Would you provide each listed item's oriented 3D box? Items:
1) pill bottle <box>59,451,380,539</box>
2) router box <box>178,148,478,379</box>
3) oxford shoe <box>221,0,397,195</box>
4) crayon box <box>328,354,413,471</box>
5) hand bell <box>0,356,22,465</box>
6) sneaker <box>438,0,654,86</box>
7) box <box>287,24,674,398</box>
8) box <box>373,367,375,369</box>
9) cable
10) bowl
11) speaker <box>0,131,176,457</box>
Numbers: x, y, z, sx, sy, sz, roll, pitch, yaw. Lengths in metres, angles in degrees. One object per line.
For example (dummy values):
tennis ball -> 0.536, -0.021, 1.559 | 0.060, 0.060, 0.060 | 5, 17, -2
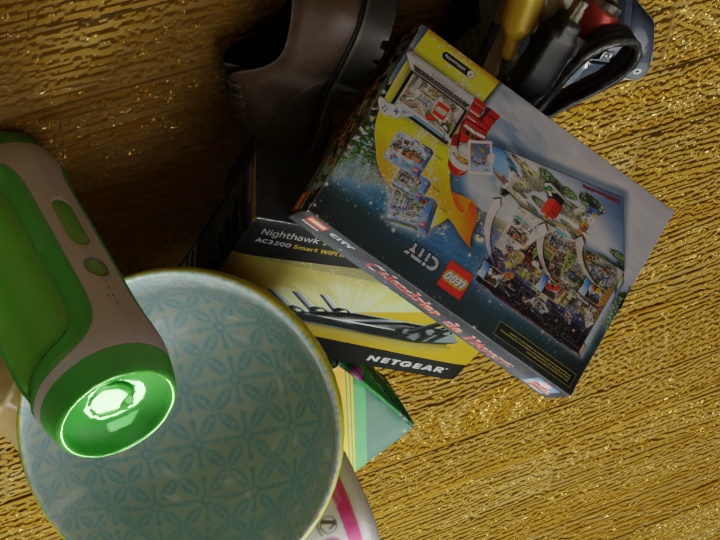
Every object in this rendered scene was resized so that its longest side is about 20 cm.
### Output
pill bottle -> -0.096, 0.187, 1.457 | 0.200, 0.113, 0.113 | -21, 144, -13
router box -> 0.000, 0.000, 1.413 | 0.200, 0.052, 0.157 | 10, 148, -19
oxford shoe -> -0.052, -0.112, 1.371 | 0.084, 0.073, 0.200 | 15, 132, -16
crayon box -> -0.077, 0.125, 1.543 | 0.200, 0.058, 0.119 | -37, 143, 8
hand bell -> -0.260, 0.057, 1.400 | 0.200, 0.104, 0.104 | 26, 115, -37
sneaker -> 0.109, -0.120, 1.465 | 0.146, 0.077, 0.202 | 1, 132, -36
box -> 0.075, -0.034, 1.337 | 0.200, 0.038, 0.137 | 35, 75, -14
box -> -0.084, 0.073, 1.568 | 0.161, 0.049, 0.200 | -34, 144, -2
cable -> 0.101, -0.110, 1.394 | 0.097, 0.050, 0.200 | 17, 125, -28
bowl -> -0.102, 0.089, 1.380 | 0.200, 0.200, 0.108 | -42, -179, 11
speaker -> -0.179, 0.012, 1.284 | 0.088, 0.200, 0.088 | -21, 144, -17
